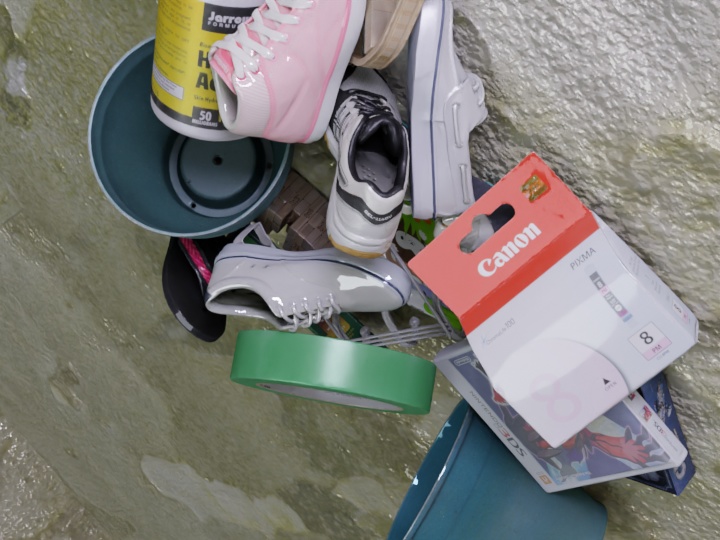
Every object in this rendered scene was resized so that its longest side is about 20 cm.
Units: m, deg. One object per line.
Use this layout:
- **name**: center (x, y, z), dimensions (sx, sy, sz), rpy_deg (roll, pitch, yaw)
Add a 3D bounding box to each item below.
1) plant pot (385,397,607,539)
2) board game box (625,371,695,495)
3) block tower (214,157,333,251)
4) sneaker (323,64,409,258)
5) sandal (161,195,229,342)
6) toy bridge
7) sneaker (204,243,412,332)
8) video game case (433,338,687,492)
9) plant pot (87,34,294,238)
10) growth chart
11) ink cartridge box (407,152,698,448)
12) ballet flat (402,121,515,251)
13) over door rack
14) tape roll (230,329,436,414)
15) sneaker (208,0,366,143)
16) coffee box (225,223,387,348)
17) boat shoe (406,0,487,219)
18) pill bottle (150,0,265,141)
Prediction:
- **plant pot**: center (0.148, 0.262, 1.410), dimensions (0.187, 0.201, 0.200), rpy_deg (29, 152, 1)
- **board game box**: center (0.224, 0.111, 1.250), dimensions (0.135, 0.035, 0.201), rpy_deg (14, 139, 46)
- **block tower**: center (-0.070, -0.058, 1.416), dimensions (0.200, 0.058, 0.054), rpy_deg (41, 153, 7)
- **sneaker**: center (0.014, -0.110, 1.123), dimensions (0.075, 0.202, 0.088), rpy_deg (7, 143, -15)
- **sandal**: center (-0.162, -0.023, 1.383), dimensions (0.075, 0.202, 0.045), rpy_deg (24, 139, -39)
- **toy bridge**: center (0.018, -0.200, 1.070), dimensions (0.027, 0.068, 0.200), rpy_deg (7, 166, -19)
- **sneaker**: center (-0.050, 0.024, 1.230), dimensions (0.198, 0.071, 0.073), rpy_deg (3, 143, 25)
- **video game case**: center (0.179, 0.125, 1.251), dimensions (0.183, 0.023, 0.200), rpy_deg (48, 148, -8)
- **plant pot**: center (-0.152, -0.121, 1.326), dimensions (0.200, 0.201, 0.134), rpy_deg (39, 178, 12)
- **growth chart**: center (0.060, -0.022, 1.321), dimensions (0.144, 0.018, 0.201), rpy_deg (22, 143, 37)
- **ink cartridge box**: center (0.155, 0.029, 1.121), dimensions (0.200, 0.057, 0.162), rpy_deg (42, 119, -11)
- **ballet flat**: center (0.071, -0.061, 1.194), dimensions (0.199, 0.073, 0.073), rpy_deg (38, 152, 15)
- **over door rack**: center (0.000, 0.000, 1.295), dimensions (0.147, 0.067, 0.200), rpy_deg (-13, 134, 40)
- **tape roll**: center (-0.027, 0.100, 1.312), dimensions (0.198, 0.049, 0.200), rpy_deg (10, 171, 2)
- **sneaker**: center (-0.063, -0.192, 1.089), dimensions (0.076, 0.104, 0.202), rpy_deg (54, 137, 44)
- **coffee box**: center (-0.052, 0.036, 1.437), dimensions (0.200, 0.044, 0.123), rpy_deg (43, 177, -35)
- **boat shoe**: center (0.071, -0.136, 1.101), dimensions (0.064, 0.074, 0.202), rpy_deg (-2, 126, -2)
- **pill bottle**: center (-0.120, -0.223, 1.163), dimensions (0.111, 0.111, 0.202), rpy_deg (31, 130, 26)
